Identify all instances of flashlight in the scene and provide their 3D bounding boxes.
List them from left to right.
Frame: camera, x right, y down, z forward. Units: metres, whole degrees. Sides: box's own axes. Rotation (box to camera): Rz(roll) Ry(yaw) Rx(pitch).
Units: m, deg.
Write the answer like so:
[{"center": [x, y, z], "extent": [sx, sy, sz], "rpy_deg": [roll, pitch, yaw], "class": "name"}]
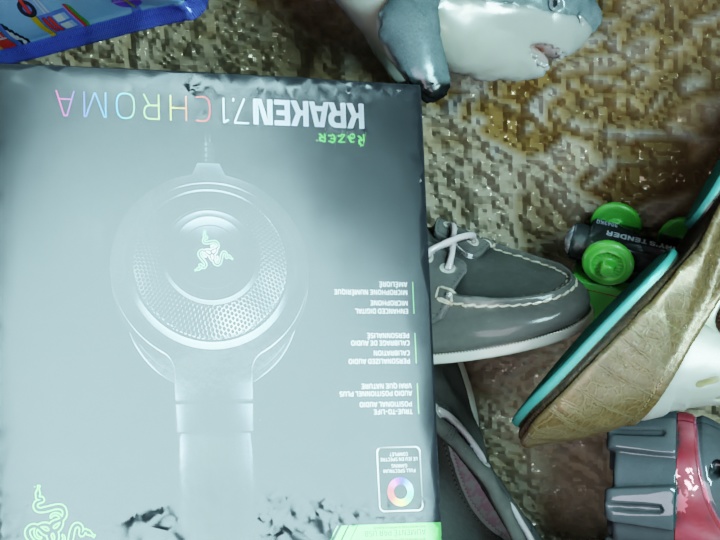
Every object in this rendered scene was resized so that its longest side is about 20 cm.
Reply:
[{"center": [0.205, 0.094, 0.908], "extent": [0.198, 0.068, 0.069], "rpy_deg": [0, 72, 9], "class": "flashlight"}]

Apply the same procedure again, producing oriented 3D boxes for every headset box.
[{"center": [-0.067, 0.033, 0.793], "extent": [0.173, 0.093, 0.202], "rpy_deg": [2, 82, -22], "class": "headset box"}]

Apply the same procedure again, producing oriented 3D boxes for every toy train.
[{"center": [0.181, 0.020, 0.890], "extent": [0.198, 0.042, 0.057], "rpy_deg": [14, 128, 6], "class": "toy train"}]

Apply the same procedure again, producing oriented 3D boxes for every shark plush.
[{"center": [0.007, -0.153, 0.848], "extent": [0.083, 0.091, 0.200], "rpy_deg": [-39, 88, 1], "class": "shark plush"}]

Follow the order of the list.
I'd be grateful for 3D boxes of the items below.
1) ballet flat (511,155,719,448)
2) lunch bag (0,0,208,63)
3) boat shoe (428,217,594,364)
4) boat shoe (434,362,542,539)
[{"center": [0.145, 0.005, 0.835], "extent": [0.072, 0.068, 0.200], "rpy_deg": [37, 84, 3], "class": "ballet flat"}, {"center": [-0.160, -0.162, 0.858], "extent": [0.199, 0.094, 0.151], "rpy_deg": [-13, 115, 30], "class": "lunch bag"}, {"center": [0.000, 0.000, 0.895], "extent": [0.198, 0.067, 0.057], "rpy_deg": [2, 115, 25], "class": "boat shoe"}, {"center": [0.045, 0.122, 0.951], "extent": [0.066, 0.057, 0.201], "rpy_deg": [-17, 111, 20], "class": "boat shoe"}]
